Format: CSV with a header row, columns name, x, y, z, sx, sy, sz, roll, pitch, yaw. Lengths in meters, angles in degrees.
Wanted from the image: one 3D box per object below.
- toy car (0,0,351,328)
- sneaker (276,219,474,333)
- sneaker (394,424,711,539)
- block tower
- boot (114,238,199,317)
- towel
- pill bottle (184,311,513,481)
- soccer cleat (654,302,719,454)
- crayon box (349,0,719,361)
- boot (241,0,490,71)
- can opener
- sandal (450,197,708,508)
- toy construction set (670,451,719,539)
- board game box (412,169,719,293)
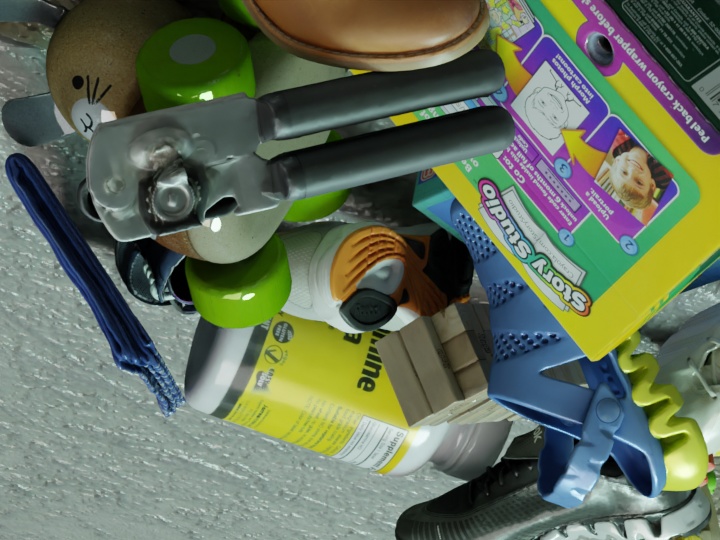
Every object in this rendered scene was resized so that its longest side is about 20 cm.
name,x,y,z,sx,sy,sz,roll,pitch,yaw
toy car,-0.120,-0.089,0.932,0.199,0.158,0.165,13,139,20
sneaker,0.000,0.000,1.056,0.091,0.076,0.200,9,177,28
sneaker,0.111,0.129,1.109,0.199,0.067,0.091,-10,112,17
block tower,0.092,0.056,1.060,0.054,0.058,0.199,-31,163,30
boot,-0.113,-0.007,1.094,0.072,0.091,0.200,19,147,-12
towel,-0.158,0.015,1.073,0.024,0.145,0.200,-33,169,-7
pill bottle,-0.004,0.065,1.150,0.199,0.113,0.113,20,147,-14
soccer cleat,0.230,0.032,0.984,0.200,0.069,0.078,-37,169,5
crayon box,0.101,-0.079,0.846,0.200,0.058,0.173,51,147,8
boot,-0.029,-0.183,0.779,0.199,0.077,0.156,33,148,24
can opener,-0.031,-0.059,0.813,0.199,0.054,0.067,-14,-172,-17
sandal,0.102,0.045,0.949,0.201,0.087,0.080,58,166,5
toy construction set,0.222,0.131,1.156,0.091,0.132,0.200,9,147,-19
board game box,0.151,-0.046,0.988,0.152,0.045,0.199,33,142,-30
